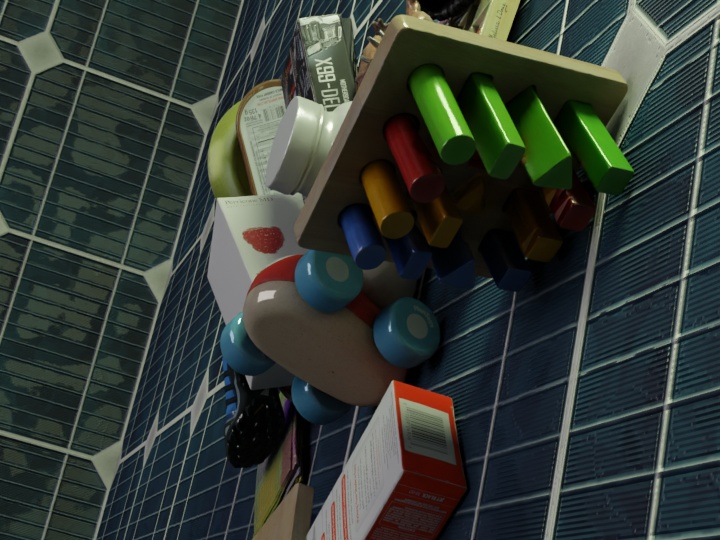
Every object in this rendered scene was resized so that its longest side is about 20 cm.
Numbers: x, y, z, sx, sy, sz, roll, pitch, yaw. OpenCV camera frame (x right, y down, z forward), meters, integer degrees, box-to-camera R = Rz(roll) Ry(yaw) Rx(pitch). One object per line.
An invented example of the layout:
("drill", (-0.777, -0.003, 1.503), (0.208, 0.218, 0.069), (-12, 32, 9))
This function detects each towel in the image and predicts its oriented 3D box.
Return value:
("towel", (-0.098, 0.228, 1.563), (0.201, 0.022, 0.145), (-92, 24, -55))

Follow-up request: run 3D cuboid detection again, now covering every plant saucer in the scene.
("plant saucer", (-0.097, -0.133, 1.618), (0.031, 0.198, 0.203), (-18, 55, 64))

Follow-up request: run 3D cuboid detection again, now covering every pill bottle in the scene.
("pill bottle", (0.020, -0.084, 1.141), (0.112, 0.197, 0.114), (-162, 90, -75))

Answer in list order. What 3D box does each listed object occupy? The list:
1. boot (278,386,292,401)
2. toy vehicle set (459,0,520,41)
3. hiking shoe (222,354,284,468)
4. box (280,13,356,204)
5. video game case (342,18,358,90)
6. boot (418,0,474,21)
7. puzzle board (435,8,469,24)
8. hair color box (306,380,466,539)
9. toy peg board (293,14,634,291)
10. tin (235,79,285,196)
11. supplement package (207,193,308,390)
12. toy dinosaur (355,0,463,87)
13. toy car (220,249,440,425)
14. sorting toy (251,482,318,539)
("boot", (-0.101, 0.069, 1.557), (0.201, 0.074, 0.108), (59, 148, 34))
("toy vehicle set", (0.106, -0.203, 1.228), (0.124, 0.026, 0.202), (-51, 15, 54))
("hiking shoe", (-0.131, 0.145, 1.531), (0.087, 0.073, 0.202), (-118, 32, -54))
("box", (-0.037, -0.143, 1.339), (0.158, 0.049, 0.203), (123, 137, -72))
("video game case", (-0.015, -0.176, 1.558), (0.202, 0.025, 0.182), (-87, -9, -45))
("boot", (0.123, -0.362, 1.254), (0.159, 0.079, 0.212), (-58, -9, -41))
("puzzle board", (0.109, -0.359, 1.499), (0.200, 0.017, 0.153), (169, 118, -74))
("hair color box", (0.018, 0.208, 1.080), (0.112, 0.063, 0.201), (-96, 29, -54))
("toy peg board", (0.082, -0.056, 0.923), (0.200, 0.197, 0.098), (-62, 33, 34))
("tin", (-0.090, -0.136, 1.561), (0.042, 0.110, 0.203), (3, -108, -83))
("supplement package", (-0.090, 0.018, 1.435), (0.201, 0.119, 0.121), (-119, 31, -45))
("toy dinosaur", (0.036, -0.205, 1.245), (0.200, 0.085, 0.137), (-41, 19, 57))
("toy car", (-0.013, 0.014, 1.248), (0.184, 0.176, 0.201), (-39, 22, 46))
("sorting toy", (-0.075, 0.347, 1.244), (0.199, 0.069, 0.202), (124, 158, -49))
